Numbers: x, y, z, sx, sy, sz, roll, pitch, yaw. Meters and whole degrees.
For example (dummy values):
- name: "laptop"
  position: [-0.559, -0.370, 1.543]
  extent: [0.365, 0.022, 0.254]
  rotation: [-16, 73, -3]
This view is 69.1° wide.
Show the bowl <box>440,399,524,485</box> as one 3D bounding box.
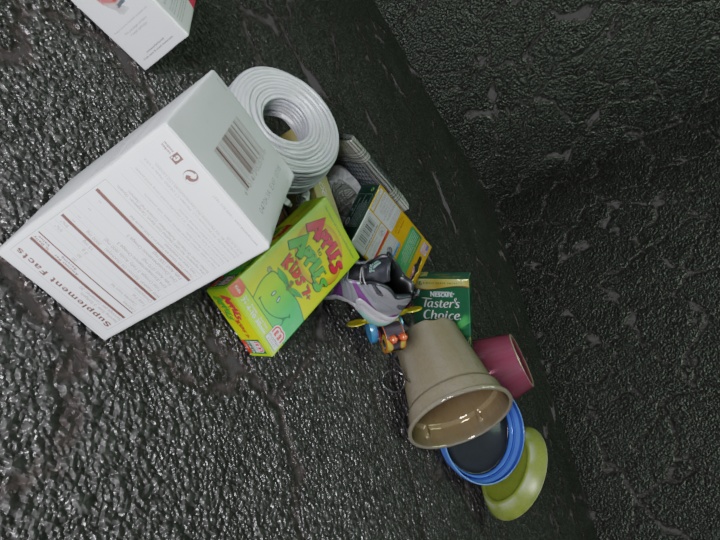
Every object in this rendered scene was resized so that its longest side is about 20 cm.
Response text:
- name: "bowl"
  position: [0.245, 0.330, 1.075]
  extent: [0.198, 0.039, 0.204]
  rotation: [6, 75, -22]

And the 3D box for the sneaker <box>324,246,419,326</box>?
- name: "sneaker"
  position: [0.000, 0.000, 0.799]
  extent: [0.198, 0.140, 0.079]
  rotation: [25, 52, -17]

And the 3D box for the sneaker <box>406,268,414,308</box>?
- name: "sneaker"
  position: [0.088, 0.053, 1.117]
  extent: [0.200, 0.078, 0.097]
  rotation: [-48, 123, -65]

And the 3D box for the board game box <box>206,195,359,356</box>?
- name: "board game box"
  position: [-0.090, 0.002, 0.671]
  extent: [0.200, 0.047, 0.102]
  rotation: [-49, 119, -38]

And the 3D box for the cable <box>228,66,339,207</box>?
- name: "cable"
  position: [-0.126, -0.218, 0.811]
  extent: [0.199, 0.069, 0.202]
  rotation: [33, 53, -18]

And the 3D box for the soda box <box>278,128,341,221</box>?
- name: "soda box"
  position: [-0.092, -0.135, 0.898]
  extent: [0.068, 0.063, 0.203]
  rotation: [9, 59, -64]

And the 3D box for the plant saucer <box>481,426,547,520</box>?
- name: "plant saucer"
  position: [0.318, 0.424, 1.118]
  extent: [0.031, 0.201, 0.201]
  rotation: [30, 32, -12]

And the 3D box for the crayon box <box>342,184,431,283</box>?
- name: "crayon box"
  position: [0.047, -0.050, 0.988]
  extent: [0.200, 0.051, 0.127]
  rotation: [43, 66, -40]

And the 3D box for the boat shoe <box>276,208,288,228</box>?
- name: "boat shoe"
  position: [-0.138, -0.071, 0.729]
  extent: [0.068, 0.071, 0.202]
  rotation: [-63, 131, -69]

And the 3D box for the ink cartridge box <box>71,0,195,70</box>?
- name: "ink cartridge box"
  position: [-0.304, -0.377, 0.636]
  extent: [0.200, 0.083, 0.147]
  rotation: [43, 31, -43]

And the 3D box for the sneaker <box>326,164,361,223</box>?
- name: "sneaker"
  position: [-0.023, -0.122, 1.025]
  extent: [0.100, 0.077, 0.202]
  rotation: [-112, 177, -58]

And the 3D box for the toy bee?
- name: "toy bee"
  position: [0.056, 0.097, 0.905]
  extent: [0.201, 0.130, 0.109]
  rotation: [55, -16, 6]

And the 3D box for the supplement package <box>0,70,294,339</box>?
- name: "supplement package"
  position: [-0.174, -0.051, 0.447]
  extent: [0.118, 0.198, 0.118]
  rotation: [51, 26, -29]

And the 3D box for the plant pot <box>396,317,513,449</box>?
- name: "plant pot"
  position: [0.156, 0.200, 0.984]
  extent: [0.200, 0.199, 0.185]
  rotation: [41, 21, -44]

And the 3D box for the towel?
- name: "towel"
  position: [-0.021, -0.187, 1.006]
  extent: [0.199, 0.035, 0.192]
  rotation: [22, -18, 52]

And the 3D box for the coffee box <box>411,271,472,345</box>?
- name: "coffee box"
  position: [0.172, 0.103, 1.090]
  extent: [0.044, 0.121, 0.203]
  rotation: [-46, 135, -64]

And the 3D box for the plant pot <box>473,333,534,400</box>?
- name: "plant pot"
  position: [0.291, 0.241, 1.209]
  extent: [0.201, 0.177, 0.201]
  rotation: [53, 21, -30]
